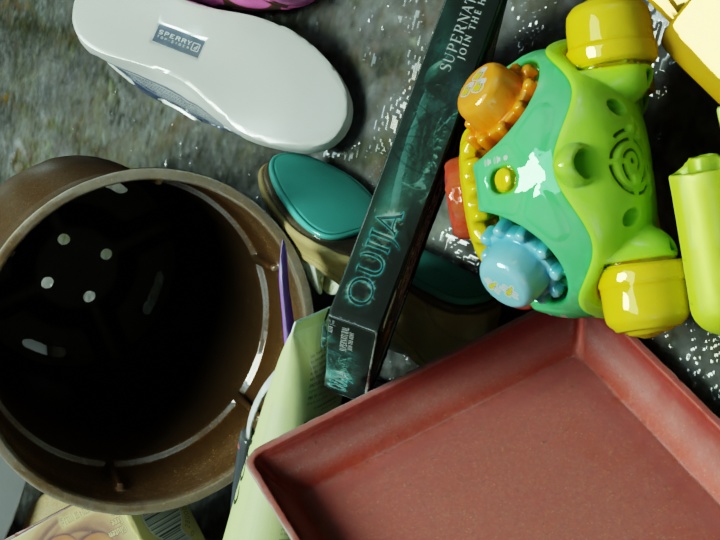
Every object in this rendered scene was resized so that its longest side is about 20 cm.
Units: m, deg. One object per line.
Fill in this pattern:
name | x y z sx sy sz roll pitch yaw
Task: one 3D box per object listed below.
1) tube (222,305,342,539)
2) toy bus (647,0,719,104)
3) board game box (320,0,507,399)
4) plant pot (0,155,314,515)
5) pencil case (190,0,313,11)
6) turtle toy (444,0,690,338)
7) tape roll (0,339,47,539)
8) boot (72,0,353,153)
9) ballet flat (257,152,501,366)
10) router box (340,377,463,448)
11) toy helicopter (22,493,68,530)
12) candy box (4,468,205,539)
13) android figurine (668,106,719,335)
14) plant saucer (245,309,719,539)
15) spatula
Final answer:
tube | -0.041 0.111 0.832 0.058 0.052 0.201 -127 49 -63
toy bus | 0.196 -0.079 0.651 0.200 0.078 0.065 49 122 20
board game box | 0.028 -0.044 0.769 0.135 0.028 0.201 97 -166 -71
plant pot | -0.153 0.019 0.950 0.198 0.199 0.202 -148 68 -64
pencil case | -0.110 -0.210 0.996 0.199 0.093 0.091 5 91 48
turtle toy | 0.092 -0.037 0.719 0.100 0.200 0.147 -8 86 9
tape roll | -0.297 0.128 1.149 0.200 0.066 0.201 -45 35 45
boot | -0.084 -0.124 0.988 0.199 0.090 0.073 29 85 18
ballet flat | 0.000 0.000 0.885 0.200 0.068 0.063 40 130 42
router box | 0.008 0.167 0.865 0.149 0.062 0.201 19 102 46
toy helicopter | -0.159 0.217 1.052 0.200 0.079 0.133 34 106 31
candy box | -0.129 0.231 0.963 0.115 0.055 0.201 -30 85 36
android figurine | 0.203 -0.011 0.582 0.181 0.041 0.202 -4 99 43
plant saucer | 0.074 0.113 0.714 0.200 0.199 0.037 50 160 47
spatula | -0.054 0.078 0.866 0.057 0.020 0.201 -92 14 -65
